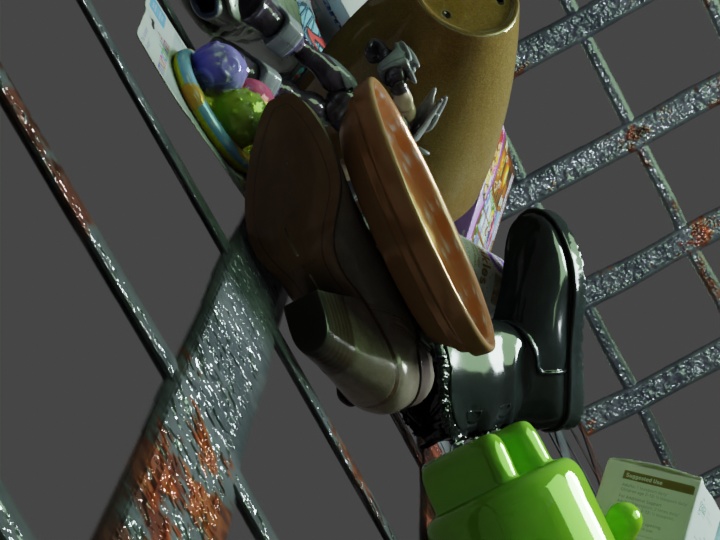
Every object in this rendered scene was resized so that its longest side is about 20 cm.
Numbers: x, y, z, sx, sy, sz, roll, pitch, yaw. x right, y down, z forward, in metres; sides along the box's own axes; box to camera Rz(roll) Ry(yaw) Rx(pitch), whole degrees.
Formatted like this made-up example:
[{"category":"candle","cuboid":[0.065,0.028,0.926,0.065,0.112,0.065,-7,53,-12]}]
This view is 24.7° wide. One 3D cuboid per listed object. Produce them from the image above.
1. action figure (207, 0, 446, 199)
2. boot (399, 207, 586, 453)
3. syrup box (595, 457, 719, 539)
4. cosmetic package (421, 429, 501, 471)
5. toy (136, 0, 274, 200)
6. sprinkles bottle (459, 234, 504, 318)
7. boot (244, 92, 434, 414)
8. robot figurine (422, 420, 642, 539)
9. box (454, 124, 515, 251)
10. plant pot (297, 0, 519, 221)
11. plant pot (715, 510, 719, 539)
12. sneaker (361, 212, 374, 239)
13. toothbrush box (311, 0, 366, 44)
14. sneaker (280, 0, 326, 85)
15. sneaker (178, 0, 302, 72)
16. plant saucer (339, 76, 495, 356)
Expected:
[{"category":"action figure","cuboid":[-0.021,-0.131,1.242,0.200,0.130,0.069,35,6,-31]},{"category":"boot","cuboid":[0.102,0.048,1.314,0.162,0.073,0.200,0,85,-38]},{"category":"syrup box","cuboid":[0.206,0.253,1.250,0.079,0.081,0.201,50,55,-55]},{"category":"cosmetic package","cuboid":[0.124,0.211,1.292,0.106,0.071,0.200,67,9,29]},{"category":"toy","cuboid":[-0.078,-0.101,1.113,0.201,0.047,0.115,60,8,-22]},{"category":"sprinkles bottle","cuboid":[0.094,0.013,1.400,0.199,0.068,0.068,27,30,-40]},{"category":"boot","cuboid":[-0.007,-0.003,1.089,0.146,0.070,0.202,25,55,-58]},{"category":"robot figurine","cuboid":[0.120,0.207,1.109,0.175,0.115,0.201,-11,73,-54]},{"category":"box","cuboid":[0.096,-0.028,1.553,0.137,0.039,0.201,58,48,-70]},{"category":"plant pot","cuboid":[0.050,-0.164,1.355,0.187,0.185,0.200,66,-29,25]},{"category":"plant pot","cuboid":[0.241,0.305,1.429,0.134,0.200,0.201,-6,63,-43]},{"category":"sneaker","cuboid":[0.000,0.000,1.256,0.200,0.075,0.082,-86,166,-79]},{"category":"toothbrush box","cuboid":[-0.024,-0.260,1.591,0.147,0.085,0.200,61,-22,-15]},{"category":"sneaker","cuboid":[-0.058,-0.196,1.468,0.096,0.079,0.200,66,8,13]},{"category":"sneaker","cuboid":[-0.108,-0.210,1.280,0.200,0.074,0.088,44,31,-48]},{"category":"plant saucer","cuboid":[0.035,-0.032,1.103,0.200,0.037,0.201,-25,90,-82]}]
